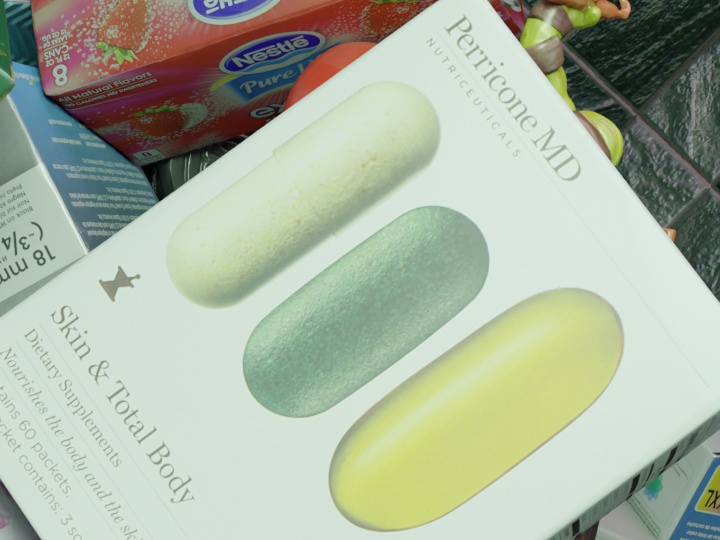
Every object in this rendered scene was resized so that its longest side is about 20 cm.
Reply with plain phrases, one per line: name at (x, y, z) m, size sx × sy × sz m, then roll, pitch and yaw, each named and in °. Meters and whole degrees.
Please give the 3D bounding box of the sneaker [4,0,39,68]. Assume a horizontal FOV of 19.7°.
sneaker at (-0.195, -0.115, 1.026) m, size 0.200 × 0.077 × 0.081 m, roll 16°, pitch 17°, yaw -26°

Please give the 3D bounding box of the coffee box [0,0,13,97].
coffee box at (-0.191, -0.071, 0.791) m, size 0.044 × 0.123 × 0.200 m, roll 43°, pitch 7°, yaw -23°

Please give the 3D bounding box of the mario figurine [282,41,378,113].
mario figurine at (0.000, 0.000, 0.902) m, size 0.106 × 0.200 × 0.123 m, roll 8°, pitch 14°, yaw 35°

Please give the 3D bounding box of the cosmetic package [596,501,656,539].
cosmetic package at (0.066, 0.124, 1.098) m, size 0.085 × 0.108 × 0.200 m, roll 25°, pitch 18°, yaw -34°

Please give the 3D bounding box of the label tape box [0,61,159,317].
label tape box at (-0.118, 0.011, 0.922) m, size 0.200 × 0.063 × 0.144 m, roll 62°, pitch 11°, yaw 5°

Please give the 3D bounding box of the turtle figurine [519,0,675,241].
turtle figurine at (0.082, -0.052, 0.863) m, size 0.161 × 0.064 × 0.200 m, roll -36°, pitch 116°, yaw -72°

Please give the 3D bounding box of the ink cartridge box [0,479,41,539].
ink cartridge box at (-0.136, 0.088, 0.595) m, size 0.200 × 0.043 × 0.196 m, roll 38°, pitch 11°, yaw -42°

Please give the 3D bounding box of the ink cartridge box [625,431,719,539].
ink cartridge box at (0.142, 0.149, 1.129) m, size 0.076 × 0.200 × 0.136 m, roll 15°, pitch 22°, yaw -29°

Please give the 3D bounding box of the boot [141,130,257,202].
boot at (-0.056, -0.044, 1.094) m, size 0.165 × 0.066 × 0.200 m, roll 5°, pitch -4°, yaw -23°

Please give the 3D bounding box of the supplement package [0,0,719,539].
supplement package at (0.001, 0.041, 0.668) m, size 0.152 × 0.200 × 0.151 m, roll 54°, pitch -2°, yaw 11°

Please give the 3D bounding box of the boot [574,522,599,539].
boot at (0.017, 0.140, 0.787) m, size 0.146 × 0.200 × 0.070 m, roll 13°, pitch -10°, yaw -31°

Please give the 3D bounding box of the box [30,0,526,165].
box at (-0.038, -0.129, 0.919) m, size 0.100 × 0.200 × 0.096 m, roll 39°, pitch 37°, yaw -65°
